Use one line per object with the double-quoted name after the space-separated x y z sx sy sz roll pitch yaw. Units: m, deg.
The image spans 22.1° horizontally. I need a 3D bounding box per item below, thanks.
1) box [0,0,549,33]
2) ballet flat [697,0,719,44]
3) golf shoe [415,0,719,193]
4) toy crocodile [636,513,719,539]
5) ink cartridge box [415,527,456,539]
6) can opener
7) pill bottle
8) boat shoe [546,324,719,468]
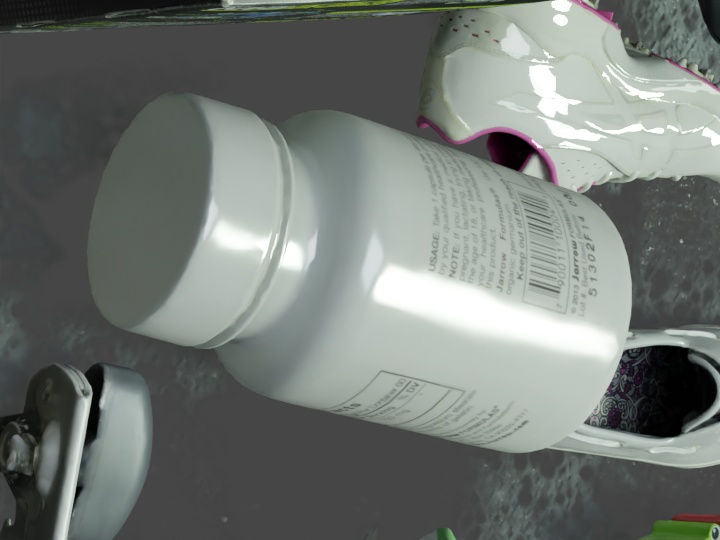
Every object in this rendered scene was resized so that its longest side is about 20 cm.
-0.016 -0.113 0.661 0.199 0.193 0.048 -8 96 -34 "box"
0.153 -0.180 0.786 0.073 0.073 0.201 -42 115 -26 "ballet flat"
0.105 -0.068 0.832 0.199 0.075 0.092 25 93 -31 "golf shoe"
0.196 0.143 0.898 0.199 0.067 0.062 10 81 -37 "toy crocodile"
0.049 0.231 0.742 0.084 0.146 0.201 -26 112 10 "ink cartridge box"
-0.115 0.134 0.687 0.066 0.053 0.202 10 87 -34 "can opener"
0.000 0.000 0.725 0.199 0.114 0.115 16 83 -35 "pill bottle"
0.145 0.055 0.856 0.199 0.068 0.073 12 85 -35 "boat shoe"
